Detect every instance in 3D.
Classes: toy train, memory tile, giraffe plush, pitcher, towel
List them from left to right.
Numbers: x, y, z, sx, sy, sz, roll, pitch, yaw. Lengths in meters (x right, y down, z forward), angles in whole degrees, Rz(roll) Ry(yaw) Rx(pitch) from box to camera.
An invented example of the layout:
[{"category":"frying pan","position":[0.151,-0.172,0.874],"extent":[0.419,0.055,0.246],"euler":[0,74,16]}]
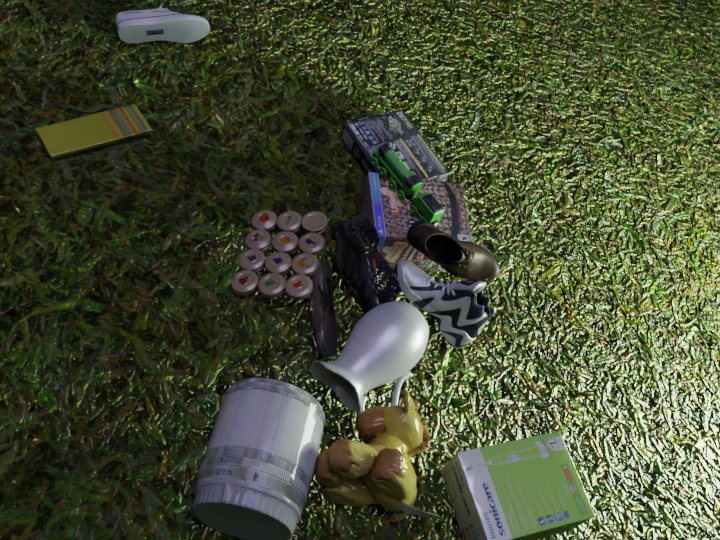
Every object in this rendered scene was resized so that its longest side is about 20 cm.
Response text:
[{"category":"towel","position":[-0.513,-0.269,1.402],"extent":[0.199,0.018,0.086],"euler":[-23,60,-29]},{"category":"memory tile","position":[-0.145,-0.034,1.328],"extent":[0.152,0.017,0.201],"euler":[5,52,8]},{"category":"pitcher","position":[0.038,0.162,1.230],"extent":[0.200,0.121,0.172],"euler":[-40,101,-30]},{"category":"giraffe plush","position":[0.041,0.273,1.115],"extent":[0.199,0.173,0.163],"euler":[25,51,-10]},{"category":"toy train","position":[0.087,-0.165,1.376],"extent":[0.042,0.057,0.200],"euler":[-24,67,-31]}]

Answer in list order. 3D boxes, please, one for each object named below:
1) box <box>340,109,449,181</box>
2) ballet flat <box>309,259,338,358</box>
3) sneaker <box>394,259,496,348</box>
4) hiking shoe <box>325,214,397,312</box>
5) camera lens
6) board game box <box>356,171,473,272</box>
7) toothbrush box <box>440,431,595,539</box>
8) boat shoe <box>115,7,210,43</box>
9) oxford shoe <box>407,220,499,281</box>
[{"category":"box","position":[0.073,-0.250,1.559],"extent":[0.160,0.049,0.201],"euler":[-22,65,-27]},{"category":"ballet flat","position":[-0.073,0.067,1.290],"extent":[0.046,0.067,0.201],"euler":[-13,55,12]},{"category":"sneaker","position":[0.164,0.032,1.317],"extent":[0.200,0.130,0.079],"euler":[51,29,8]},{"category":"hiking shoe","position":[0.000,0.000,1.336],"extent":[0.075,0.100,0.202],"euler":[-20,96,-44]},{"category":"camera lens","position":[-0.144,0.270,1.055],"extent":[0.159,0.160,0.201],"euler":[18,53,-6]},{"category":"board game box","position":[0.104,-0.094,1.429],"extent":[0.198,0.097,0.160],"euler":[4,55,-16]},{"category":"toothbrush box","position":[0.251,0.358,1.170],"extent":[0.198,0.086,0.146],"euler":[-6,59,-22]},{"category":"boat shoe","position":[-0.432,-0.544,1.582],"extent":[0.198,0.074,0.066],"euler":[-7,63,-23]},{"category":"oxford shoe","position":[0.181,-0.021,1.331],"extent":[0.199,0.073,0.084],"euler":[21,12,-23]}]
